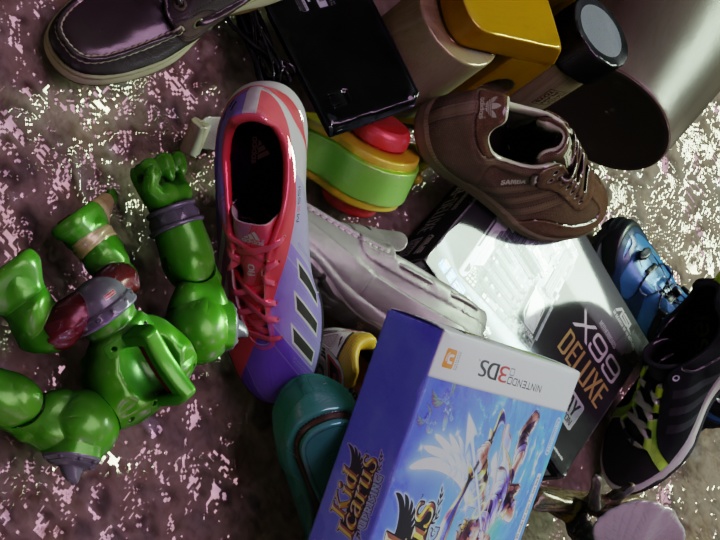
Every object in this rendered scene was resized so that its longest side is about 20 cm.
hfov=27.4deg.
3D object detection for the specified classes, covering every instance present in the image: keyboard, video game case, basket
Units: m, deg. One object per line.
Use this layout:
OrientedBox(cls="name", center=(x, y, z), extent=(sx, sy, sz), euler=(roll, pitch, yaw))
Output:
OrientedBox(cls="keyboard", center=(-0.048, -0.177, 0.974), extent=(0.104, 0.040, 0.201), euler=(-19, 75, -27))
OrientedBox(cls="video game case", center=(0.048, 0.137, 0.905), extent=(0.181, 0.045, 0.201), euler=(19, 91, -54))
OrientedBox(cls="basket", center=(0.237, -0.188, 1.186), extent=(0.180, 0.136, 0.200), euler=(48, 58, -23))

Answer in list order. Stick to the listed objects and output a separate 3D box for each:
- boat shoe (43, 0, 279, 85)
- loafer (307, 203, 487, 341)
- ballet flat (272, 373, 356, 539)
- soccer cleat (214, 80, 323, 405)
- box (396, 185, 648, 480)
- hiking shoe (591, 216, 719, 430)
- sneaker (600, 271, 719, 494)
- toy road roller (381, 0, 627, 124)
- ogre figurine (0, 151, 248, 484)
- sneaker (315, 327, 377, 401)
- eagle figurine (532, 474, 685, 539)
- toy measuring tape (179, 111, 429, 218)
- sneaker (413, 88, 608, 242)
OrientedBox(cls="boat shoe", center=(-0.104, -0.180, 0.897), extent=(0.200, 0.065, 0.073), euler=(-35, 80, -27))
OrientedBox(cls="loafer", center=(0.000, 0.000, 0.967), extent=(0.200, 0.070, 0.070), euler=(39, 63, -19))
OrientedBox(cls="ballet flat", center=(-0.013, 0.141, 0.931), extent=(0.067, 0.071, 0.201), euler=(-17, 128, -7))
OrientedBox(cls="soccer cleat", center=(-0.060, -0.009, 0.879), extent=(0.073, 0.068, 0.202), euler=(-67, 157, -74))
OrientedBox(cls="box", center=(0.120, 0.029, 1.091), extent=(0.158, 0.050, 0.201), euler=(-47, 112, -38))
OrientedBox(cls="hiking shoe", center=(0.258, 0.040, 1.186), extent=(0.074, 0.086, 0.201), euler=(-43, 110, -38))
OrientedBox(cls="sneaker", center=(0.229, 0.078, 1.113), extent=(0.082, 0.072, 0.201), euler=(17, 111, -40))
OrientedBox(cls="toy road roller", center=(0.082, -0.187, 1.058), extent=(0.199, 0.123, 0.147), euler=(0, 67, -42))
OrientedBox(cls="ogre figurine", center=(-0.148, 0.032, 0.825), extent=(0.120, 0.098, 0.200), euler=(53, 40, -6))
OrientedBox(cls="sneaker", center=(0.027, 0.113, 0.972), extent=(0.200, 0.082, 0.078), euler=(45, 56, -27))
OrientedBox(cls="eagle figurine", center=(0.166, 0.254, 1.043), extent=(0.151, 0.151, 0.202), euler=(33, 55, -55))
OrientedBox(cls="toy measuring tape", center=(-0.022, -0.071, 0.965), extent=(0.199, 0.073, 0.074), euler=(-1, 83, -45))
OrientedBox(cls="sneaker", center=(0.125, -0.070, 1.027), extent=(0.199, 0.075, 0.071), euler=(19, 70, -43))
